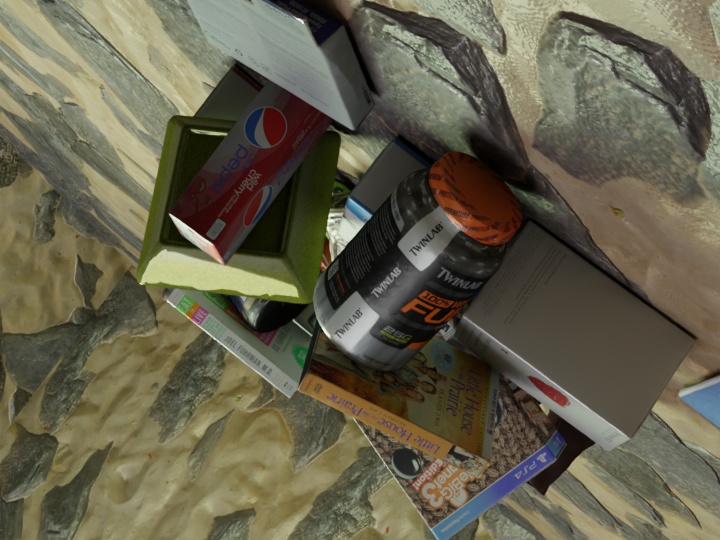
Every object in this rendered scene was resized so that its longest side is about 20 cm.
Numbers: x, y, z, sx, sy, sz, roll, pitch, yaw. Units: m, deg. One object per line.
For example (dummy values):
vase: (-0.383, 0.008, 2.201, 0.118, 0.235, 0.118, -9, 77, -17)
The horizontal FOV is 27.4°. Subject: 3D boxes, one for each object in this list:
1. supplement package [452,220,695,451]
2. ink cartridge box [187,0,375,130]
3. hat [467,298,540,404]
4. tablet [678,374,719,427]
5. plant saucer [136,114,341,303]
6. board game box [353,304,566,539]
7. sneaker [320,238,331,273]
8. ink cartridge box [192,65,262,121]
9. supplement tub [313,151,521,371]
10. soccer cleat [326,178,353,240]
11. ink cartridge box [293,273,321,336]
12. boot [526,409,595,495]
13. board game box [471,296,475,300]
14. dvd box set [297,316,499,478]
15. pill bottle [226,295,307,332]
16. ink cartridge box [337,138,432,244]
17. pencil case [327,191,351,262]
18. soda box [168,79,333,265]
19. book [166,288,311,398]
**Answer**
supplement package: (0.207, 0.068, 1.460, 0.199, 0.120, 0.121, 36, 169, 7)
ink cartridge box: (-0.089, -0.233, 1.364, 0.198, 0.041, 0.200, 33, 169, 22)
hat: (0.162, 0.080, 1.718, 0.201, 0.199, 0.082, 46, -155, -40)
tablet: (0.396, 0.149, 1.480, 0.129, 0.014, 0.200, 37, 170, 4)
plant saucer: (-0.132, -0.077, 1.578, 0.197, 0.203, 0.048, 6, 160, 7)
board game box: (0.097, 0.159, 1.593, 0.201, 0.159, 0.097, 53, -166, 6)
sneaker: (-0.042, -0.047, 1.856, 0.201, 0.077, 0.073, 52, 175, 16)
ink cartridge box: (-0.131, -0.148, 1.756, 0.144, 0.084, 0.200, 39, 168, -7)
supplement tub: (0.054, -0.009, 1.387, 0.121, 0.200, 0.123, 27, -144, -22)
soccer cleat: (0.007, -0.043, 1.819, 0.200, 0.068, 0.081, 42, -176, -20)
ink cartridge box: (0.002, 0.039, 1.947, 0.199, 0.146, 0.084, 31, 167, 32)
boot: (0.236, 0.167, 1.652, 0.072, 0.167, 0.200, 35, 170, 23)
board game box: (0.101, 0.079, 1.824, 0.044, 0.135, 0.200, 32, 168, 17)
dvd box set: (0.042, 0.107, 1.451, 0.198, 0.030, 0.147, 27, -145, -8)
pill bottle: (-0.149, -0.028, 1.891, 0.201, 0.111, 0.112, 51, 175, 20)
ink cartridge box: (0.059, -0.044, 1.564, 0.146, 0.086, 0.200, 37, 172, 2)
pencil case: (0.000, 0.000, 1.747, 0.078, 0.088, 0.203, -136, 34, -62)
soda box: (-0.110, -0.109, 1.522, 0.063, 0.201, 0.070, 33, 169, 15)
book: (-0.150, 0.071, 1.911, 0.199, 0.048, 0.134, 38, -160, -5)
